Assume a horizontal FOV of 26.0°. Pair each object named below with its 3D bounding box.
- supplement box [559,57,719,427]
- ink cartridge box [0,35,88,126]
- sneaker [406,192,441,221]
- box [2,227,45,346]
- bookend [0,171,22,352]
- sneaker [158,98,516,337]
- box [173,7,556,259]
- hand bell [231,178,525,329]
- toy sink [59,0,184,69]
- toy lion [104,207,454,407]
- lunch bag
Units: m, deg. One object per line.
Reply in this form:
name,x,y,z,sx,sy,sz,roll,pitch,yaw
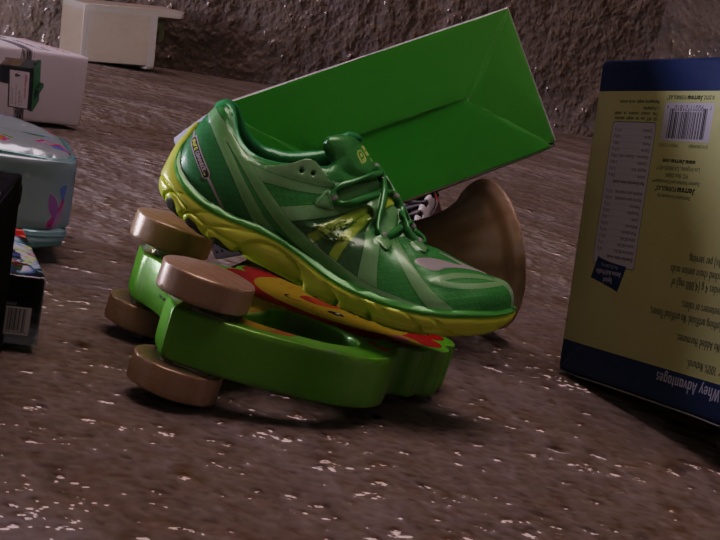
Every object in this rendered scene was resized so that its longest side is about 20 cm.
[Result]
supplement box,0.234,-0.017,0.927,0.133,0.201,0.200,6,4,-22
ink cartridge box,-0.426,-0.220,1.738,0.199,0.085,0.146,0,15,-46
sneaker,0.027,-0.034,1.194,0.077,0.082,0.200,12,9,3
box,-0.272,-0.006,0.817,0.199,0.040,0.137,8,9,-19
bookend,-0.254,-0.001,0.657,0.199,0.093,0.199,8,8,-10
sneaker,-0.006,-0.026,0.805,0.199,0.084,0.074,26,6,0
box,-0.003,-0.081,1.014,0.199,0.097,0.176,-20,4,-14
hand bell,0.000,0.000,1.040,0.199,0.105,0.104,-7,16,-23
toy sink,-0.442,-0.437,2.887,0.199,0.113,0.130,0,14,-30
toy lion,-0.034,0.032,0.843,0.191,0.069,0.200,16,8,-17
lunch bag,-0.292,-0.066,1.033,0.199,0.078,0.160,8,12,-19
